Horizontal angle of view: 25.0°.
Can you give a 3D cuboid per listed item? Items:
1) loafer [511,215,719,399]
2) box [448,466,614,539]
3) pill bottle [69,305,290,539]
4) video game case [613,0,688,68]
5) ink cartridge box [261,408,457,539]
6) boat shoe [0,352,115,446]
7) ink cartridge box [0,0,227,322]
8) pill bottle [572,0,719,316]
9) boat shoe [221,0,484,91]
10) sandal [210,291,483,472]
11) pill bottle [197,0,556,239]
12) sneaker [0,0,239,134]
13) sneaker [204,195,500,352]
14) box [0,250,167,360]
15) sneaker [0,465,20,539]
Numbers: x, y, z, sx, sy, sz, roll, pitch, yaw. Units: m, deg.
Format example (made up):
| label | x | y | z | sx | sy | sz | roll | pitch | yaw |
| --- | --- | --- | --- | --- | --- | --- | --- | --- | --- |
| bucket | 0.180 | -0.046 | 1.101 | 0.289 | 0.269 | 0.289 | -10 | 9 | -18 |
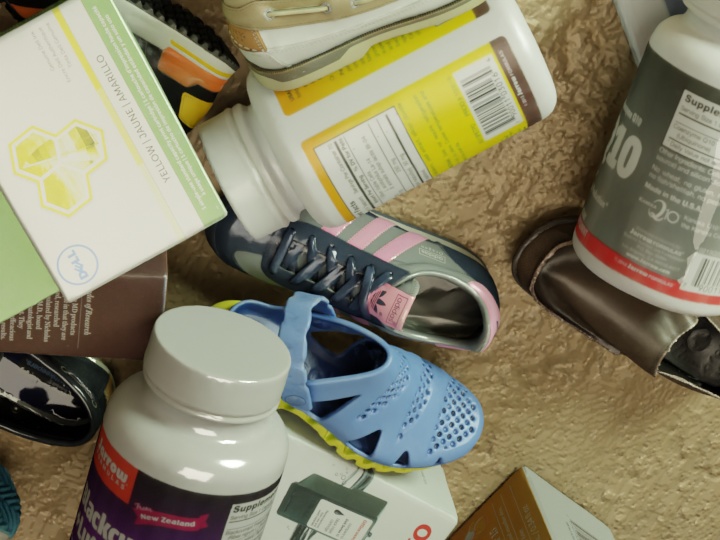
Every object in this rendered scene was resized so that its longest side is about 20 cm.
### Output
| label | x | y | z | sx | sy | sz | roll | pitch | yaw |
| --- | --- | --- | --- | --- | --- | --- | --- | --- | --- |
| loafer | 0.192 | 0.028 | 1.081 | 0.199 | 0.071 | 0.073 | 24 | 110 | -19 |
| box | 0.094 | 0.261 | 1.151 | 0.097 | 0.125 | 0.200 | 36 | 105 | -23 |
| pill bottle | -0.107 | 0.127 | 0.964 | 0.111 | 0.112 | 0.201 | 12 | 114 | -15 |
| video game case | 0.278 | -0.146 | 1.037 | 0.199 | 0.023 | 0.183 | -25 | 117 | 3 |
| ink cartridge box | -0.055 | 0.159 | 1.098 | 0.199 | 0.083 | 0.147 | 28 | 109 | -21 |
| boat shoe | -0.247 | 0.055 | 1.028 | 0.199 | 0.062 | 0.075 | 27 | 111 | -19 |
| ink cartridge box | -0.194 | -0.047 | 0.888 | 0.199 | 0.048 | 0.146 | -29 | 105 | -6 |
| pill bottle | 0.213 | -0.084 | 0.983 | 0.113 | 0.114 | 0.201 | 12 | 113 | -15 |
| boat shoe | 0.016 | -0.175 | 0.901 | 0.199 | 0.075 | 0.068 | -32 | 141 | 0 |
| sandal | -0.003 | 0.069 | 1.021 | 0.199 | 0.080 | 0.087 | 22 | 151 | -25 |
| pill bottle | 0.008 | -0.098 | 0.967 | 0.199 | 0.109 | 0.110 | -27 | 117 | 4 |
| sneaker | -0.172 | -0.137 | 0.940 | 0.200 | 0.070 | 0.090 | 29 | 105 | -23 |
| sneaker | 0.000 | 0.000 | 1.029 | 0.199 | 0.082 | 0.070 | 14 | 113 | -15 |
| box | -0.217 | -0.008 | 0.974 | 0.199 | 0.100 | 0.075 | 5 | 129 | -12 |
| sneaker | -0.318 | 0.137 | 1.047 | 0.199 | 0.077 | 0.081 | 21 | 119 | -12 |
